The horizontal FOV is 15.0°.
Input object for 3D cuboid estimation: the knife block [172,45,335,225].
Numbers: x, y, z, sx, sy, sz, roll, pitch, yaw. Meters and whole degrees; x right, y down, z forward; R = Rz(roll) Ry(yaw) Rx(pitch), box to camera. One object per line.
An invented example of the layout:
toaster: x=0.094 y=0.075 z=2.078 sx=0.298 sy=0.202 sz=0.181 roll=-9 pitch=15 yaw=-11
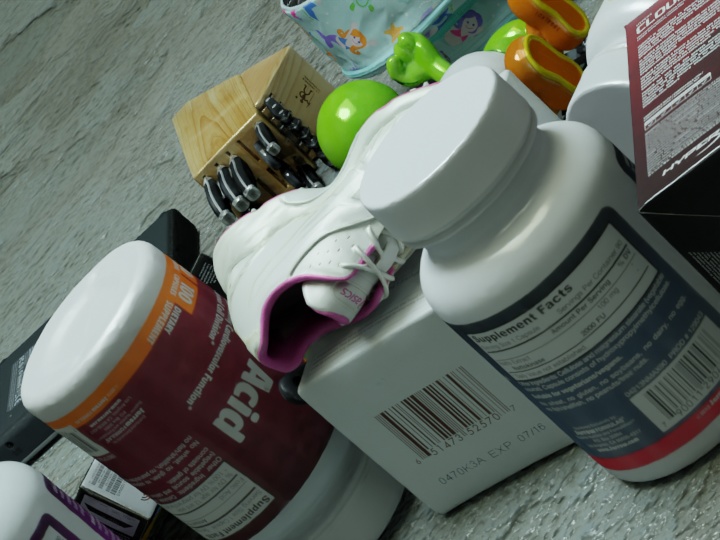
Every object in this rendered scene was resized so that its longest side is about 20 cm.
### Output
knife block: x=-0.091 y=-0.073 z=2.015 sx=0.200 sy=0.064 sz=0.176 roll=-23 pitch=31 yaw=48

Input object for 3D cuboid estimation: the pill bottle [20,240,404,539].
pill bottle: x=-0.078 y=0.084 z=1.513 sx=0.114 sy=0.200 sz=0.114 roll=-44 pitch=22 yaw=23

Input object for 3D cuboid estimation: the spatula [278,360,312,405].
spatula: x=-0.004 y=0.049 z=1.529 sx=0.021 sy=0.057 sz=0.200 roll=-51 pitch=-10 yaw=18

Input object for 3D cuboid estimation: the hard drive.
hard drive: x=-0.202 y=0.051 z=2.056 sx=0.200 sy=0.033 sz=0.140 roll=-42 pitch=22 yaw=16

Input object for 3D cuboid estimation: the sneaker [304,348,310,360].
sneaker: x=0.000 y=0.000 z=1.671 sx=0.200 sy=0.090 sz=0.067 roll=-44 pitch=20 yaw=9

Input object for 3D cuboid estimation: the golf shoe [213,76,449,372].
golf shoe: x=0.010 y=-0.021 z=1.412 sx=0.200 sy=0.075 sz=0.092 roll=-38 pitch=39 yaw=26

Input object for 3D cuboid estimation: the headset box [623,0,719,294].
headset box: x=0.201 y=-0.053 z=1.292 sx=0.077 sy=0.149 sz=0.200 roll=-38 pitch=24 yaw=22

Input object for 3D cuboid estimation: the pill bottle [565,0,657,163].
pill bottle: x=0.192 y=-0.140 z=1.512 sx=0.114 sy=0.114 sz=0.200 roll=-20 pitch=34 yaw=51

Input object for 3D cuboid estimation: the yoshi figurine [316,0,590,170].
yoshi figurine: x=0.045 y=-0.103 z=1.687 sx=0.112 sy=0.112 sz=0.200 roll=-15 pitch=-18 yaw=-48

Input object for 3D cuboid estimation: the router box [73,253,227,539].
router box: x=-0.133 y=0.108 z=1.722 sx=0.149 sy=0.051 sz=0.200 roll=117 pitch=178 yaw=-52

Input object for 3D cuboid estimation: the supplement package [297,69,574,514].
supplement package: x=0.062 y=0.010 z=1.494 sx=0.117 sy=0.117 sz=0.200 roll=-33 pitch=27 yaw=36

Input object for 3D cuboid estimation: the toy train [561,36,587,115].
toy train: x=0.089 y=-0.094 z=1.750 sx=0.200 sy=0.034 sz=0.046 roll=-29 pitch=40 yaw=39

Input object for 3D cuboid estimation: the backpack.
backpack: x=0.045 y=-0.216 z=1.878 sx=0.200 sy=0.151 sz=0.178 roll=-42 pitch=14 yaw=-6

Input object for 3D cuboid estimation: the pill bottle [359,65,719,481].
pill bottle: x=0.099 y=-0.002 z=1.327 sx=0.120 sy=0.200 sz=0.120 roll=-40 pitch=22 yaw=19

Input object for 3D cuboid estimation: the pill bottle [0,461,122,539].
pill bottle: x=-0.194 y=0.181 z=1.575 sx=0.112 sy=0.200 sz=0.112 roll=-40 pitch=22 yaw=20
